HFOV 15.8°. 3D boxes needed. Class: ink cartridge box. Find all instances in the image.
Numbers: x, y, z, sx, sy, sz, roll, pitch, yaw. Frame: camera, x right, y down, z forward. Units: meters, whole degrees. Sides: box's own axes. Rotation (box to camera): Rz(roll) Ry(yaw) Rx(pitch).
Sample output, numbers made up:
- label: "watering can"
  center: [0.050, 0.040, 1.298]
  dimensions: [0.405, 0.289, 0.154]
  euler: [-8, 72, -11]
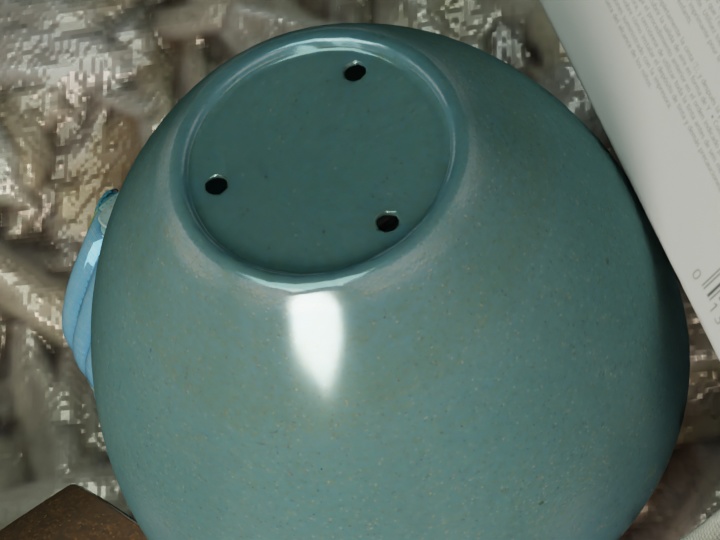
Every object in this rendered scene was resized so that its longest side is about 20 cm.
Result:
- label: "ink cartridge box"
  center: [0.142, -0.068, 0.770]
  dimensions: [0.174, 0.043, 0.201]
  euler: [-47, 59, 45]

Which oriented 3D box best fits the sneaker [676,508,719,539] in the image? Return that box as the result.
- label: "sneaker"
  center: [0.163, 0.094, 0.804]
  dimensions: [0.199, 0.081, 0.075]
  euler: [-24, 44, 20]

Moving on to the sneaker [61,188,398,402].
- label: "sneaker"
  center: [-0.030, -0.010, 0.965]
  dimensions: [0.200, 0.080, 0.131]
  euler: [-38, 57, 3]

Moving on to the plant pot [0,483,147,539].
- label: "plant pot"
  center: [-0.124, 0.184, 0.922]
  dimensions: [0.186, 0.187, 0.200]
  euler: [31, 78, 27]

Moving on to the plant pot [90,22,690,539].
- label: "plant pot"
  center: [0.000, 0.000, 0.816]
  dimensions: [0.199, 0.135, 0.201]
  euler: [-5, 59, 9]
